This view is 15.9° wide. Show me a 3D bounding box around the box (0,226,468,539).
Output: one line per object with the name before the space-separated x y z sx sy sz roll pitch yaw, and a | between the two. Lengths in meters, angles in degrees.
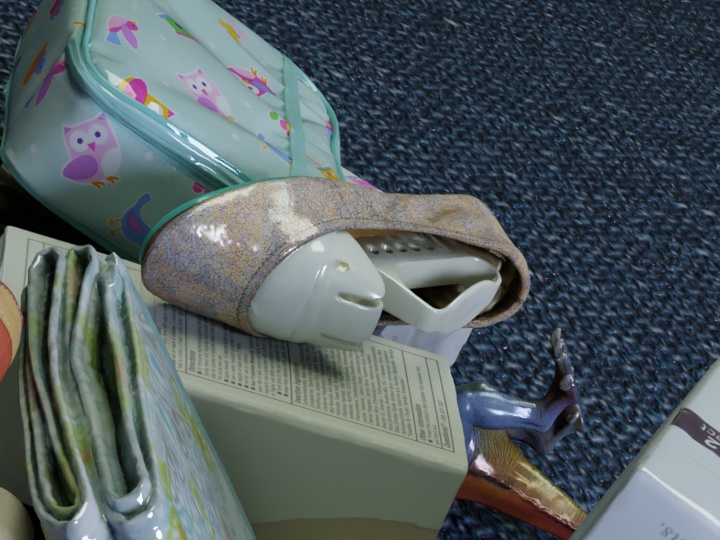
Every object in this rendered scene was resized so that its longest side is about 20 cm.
box | -0.064 0.060 1.050 0.199 0.078 0.095 17 26 -12

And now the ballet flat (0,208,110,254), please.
ballet flat | -0.157 0.003 1.174 0.199 0.073 0.073 3 31 -30

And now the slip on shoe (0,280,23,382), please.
slip on shoe | -0.202 0.019 0.901 0.199 0.074 0.061 6 37 29

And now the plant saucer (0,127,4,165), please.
plant saucer | -0.252 -0.055 1.154 0.199 0.032 0.200 4 6 0

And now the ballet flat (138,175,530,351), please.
ballet flat | 0.000 0.000 1.058 0.200 0.068 0.067 -6 43 -45

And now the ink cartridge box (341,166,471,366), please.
ink cartridge box | -0.043 -0.014 1.308 0.200 0.068 0.117 32 24 14

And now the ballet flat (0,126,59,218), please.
ballet flat | -0.186 -0.059 1.265 0.200 0.071 0.071 32 24 17

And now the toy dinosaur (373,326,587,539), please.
toy dinosaur | 0.010 0.070 1.170 0.181 0.201 0.105 -14 -3 4

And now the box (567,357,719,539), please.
box | 0.131 0.176 0.874 0.199 0.200 0.131 38 25 7

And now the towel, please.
towel | -0.067 0.108 0.910 0.048 0.201 0.171 -21 33 3

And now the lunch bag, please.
lunch bag | -0.078 -0.065 1.167 0.160 0.077 0.200 32 21 -17

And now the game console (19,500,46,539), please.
game console | -0.193 0.138 0.848 0.175 0.117 0.200 19 14 39

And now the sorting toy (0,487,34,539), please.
sorting toy | -0.227 0.064 0.793 0.199 0.037 0.185 16 13 26
